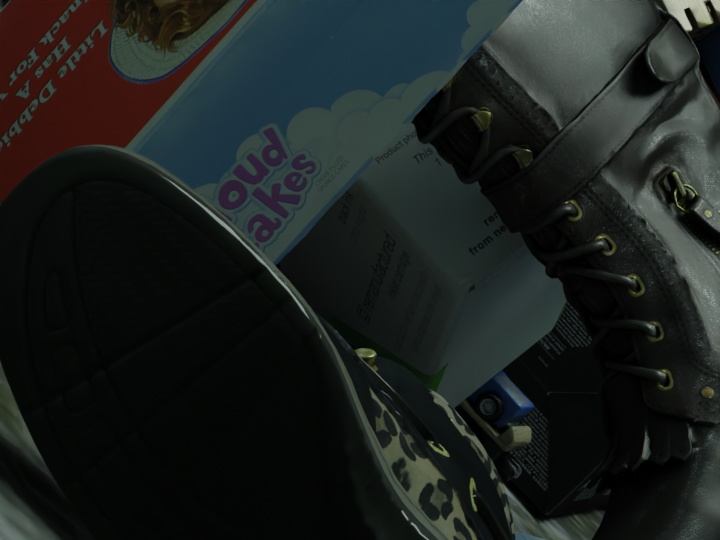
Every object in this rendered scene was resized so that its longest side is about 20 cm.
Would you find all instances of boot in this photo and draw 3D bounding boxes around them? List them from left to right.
[{"bbox_3d":[-0.020,0.044,0.688,0.204,0.073,0.154,51,7,-11],"label":"boot"},{"bbox_3d":[0.068,-0.002,0.797,0.174,0.200,0.069,45,-35,-10],"label":"boot"}]

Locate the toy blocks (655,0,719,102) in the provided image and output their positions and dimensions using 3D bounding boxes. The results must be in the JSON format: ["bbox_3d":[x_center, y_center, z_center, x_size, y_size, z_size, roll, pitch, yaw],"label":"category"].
[{"bbox_3d":[0.088,-0.067,0.923,0.200,0.100,0.137,-36,-103,58],"label":"toy blocks"}]

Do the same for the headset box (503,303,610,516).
[{"bbox_3d":[0.079,0.027,1.157,0.149,0.077,0.200,48,11,14],"label":"headset box"}]

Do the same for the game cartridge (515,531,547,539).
[{"bbox_3d":[0.099,0.149,0.868,0.133,0.040,0.200,47,9,24],"label":"game cartridge"}]

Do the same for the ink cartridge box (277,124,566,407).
[{"bbox_3d":[-0.012,-0.056,0.919,0.200,0.084,0.146,48,-22,14],"label":"ink cartridge box"}]

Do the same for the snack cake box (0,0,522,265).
[{"bbox_3d":[-0.028,-0.083,0.777,0.067,0.200,0.115,34,15,-39],"label":"snack cake box"}]

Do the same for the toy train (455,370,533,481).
[{"bbox_3d":[0.000,0.000,1.019,0.200,0.046,0.034,48,10,12],"label":"toy train"}]
